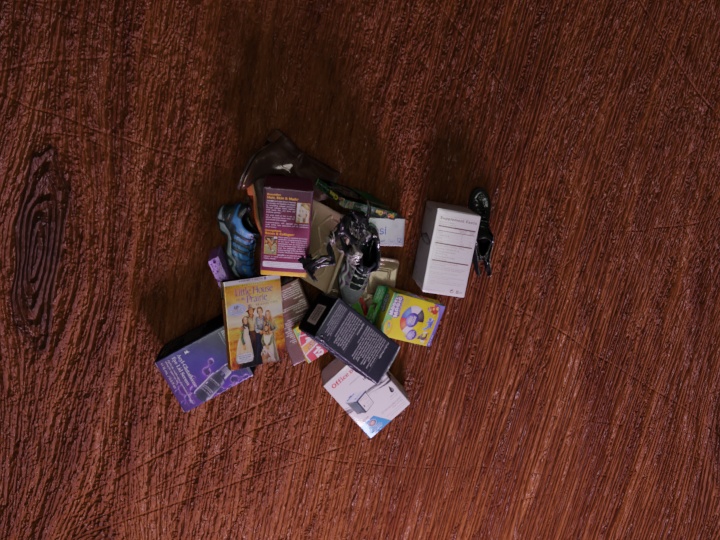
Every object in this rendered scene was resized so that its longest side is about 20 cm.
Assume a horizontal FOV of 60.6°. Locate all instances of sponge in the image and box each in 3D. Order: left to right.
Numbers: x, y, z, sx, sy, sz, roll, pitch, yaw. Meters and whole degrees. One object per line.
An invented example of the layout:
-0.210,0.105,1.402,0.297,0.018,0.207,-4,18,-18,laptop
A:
-0.309,0.050,1.475,0.029,0.112,0.205,-22,107,-3,sponge

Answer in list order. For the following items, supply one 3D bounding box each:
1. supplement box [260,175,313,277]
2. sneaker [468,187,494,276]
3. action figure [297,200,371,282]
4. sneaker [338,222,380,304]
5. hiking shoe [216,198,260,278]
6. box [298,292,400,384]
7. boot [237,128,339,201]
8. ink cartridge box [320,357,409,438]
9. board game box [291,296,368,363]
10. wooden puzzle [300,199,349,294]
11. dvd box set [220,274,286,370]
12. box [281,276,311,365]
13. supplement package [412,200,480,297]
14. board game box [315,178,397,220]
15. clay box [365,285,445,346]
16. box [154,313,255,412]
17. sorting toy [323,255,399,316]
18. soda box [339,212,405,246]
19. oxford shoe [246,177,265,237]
-0.165,-0.098,1.368,0.106,0.086,0.206,3,115,-9,supplement box
0.302,-0.096,1.529,0.058,0.104,0.207,2,104,-8,sneaker
-0.034,-0.053,1.327,0.199,0.119,0.103,-40,80,-2,action figure
0.000,0.000,1.427,0.075,0.140,0.207,9,107,-11,sneaker
-0.275,-0.060,1.461,0.084,0.075,0.206,-11,108,17,hiking shoe
-0.028,0.156,1.438,0.198,0.147,0.106,38,79,-20,box
-0.158,-0.204,1.406,0.198,0.064,0.189,36,67,-4,boot
0.012,0.305,1.602,0.146,0.086,0.201,-40,107,4,ink cartridge box
-0.066,0.133,1.517,0.197,0.030,0.098,-31,110,-20,board game box
-0.115,-0.073,1.463,0.197,0.046,0.190,30,112,19,wooden puzzle
-0.247,0.117,1.436,0.142,0.029,0.208,-7,98,-31,dvd box set
-0.161,0.119,1.536,0.097,0.075,0.206,-21,105,-3,box
0.209,-0.055,1.520,0.113,0.117,0.207,8,103,-10,supplement package
-0.006,-0.162,1.414,0.197,0.104,0.024,8,114,-52,board game box
0.111,0.115,1.556,0.195,0.047,0.118,15,102,-32,clay box
-0.374,0.220,1.506,0.196,0.105,0.151,-28,106,0,box
-0.005,0.054,1.564,0.178,0.037,0.207,8,108,-10,sorting toy
0.009,-0.102,1.507,0.192,0.064,0.071,0,105,-8,soda box
-0.215,-0.144,1.447,0.070,0.071,0.207,-15,97,-2,oxford shoe
